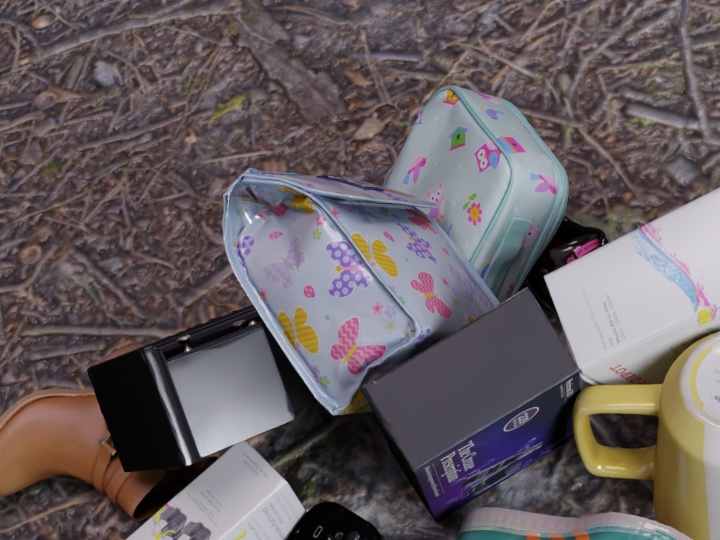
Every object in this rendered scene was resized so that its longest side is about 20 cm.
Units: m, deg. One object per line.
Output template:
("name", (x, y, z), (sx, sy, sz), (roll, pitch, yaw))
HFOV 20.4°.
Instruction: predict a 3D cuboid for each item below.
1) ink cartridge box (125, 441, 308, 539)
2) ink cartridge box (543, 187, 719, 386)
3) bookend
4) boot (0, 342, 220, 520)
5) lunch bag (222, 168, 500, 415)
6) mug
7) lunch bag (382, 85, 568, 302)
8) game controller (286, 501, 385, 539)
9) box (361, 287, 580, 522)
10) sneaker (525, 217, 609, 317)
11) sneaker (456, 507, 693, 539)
("ink cartridge box", (-0.128, 0.241, 1.537), (0.200, 0.115, 0.068), (-41, 47, -11))
("ink cartridge box", (0.253, 0.013, 1.458), (0.199, 0.145, 0.088), (-29, 65, 18))
("bookend", (-0.090, 0.078, 1.566), (0.197, 0.093, 0.200), (-21, 1, -20))
("boot", (-0.222, 0.161, 1.682), (0.199, 0.074, 0.155), (-36, 50, -5))
("lunch bag", (0.000, 0.000, 1.530), (0.127, 0.169, 0.201), (-46, 66, 21))
("mug", (0.258, 0.126, 1.420), (0.185, 0.154, 0.150), (-22, 51, -2))
("lunch bag", (0.083, -0.034, 1.643), (0.161, 0.077, 0.201), (53, 126, 44))
("game controller", (-0.057, 0.265, 1.475), (0.104, 0.042, 0.201), (25, 78, 48))
("box", (0.088, 0.104, 1.490), (0.141, 0.200, 0.079), (-33, 72, -3))
("sneaker", (0.186, 0.017, 1.608), (0.077, 0.084, 0.200), (-39, 47, -10))
("sneaker", (0.154, 0.225, 1.459), (0.199, 0.072, 0.080), (-1, 52, 33))
